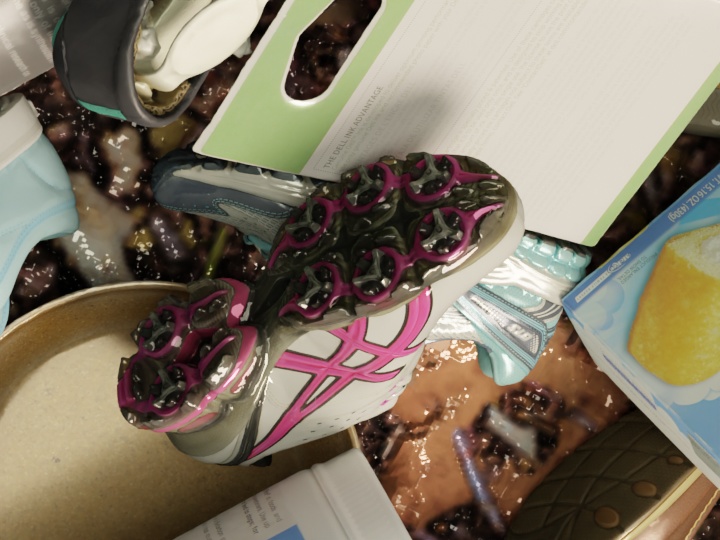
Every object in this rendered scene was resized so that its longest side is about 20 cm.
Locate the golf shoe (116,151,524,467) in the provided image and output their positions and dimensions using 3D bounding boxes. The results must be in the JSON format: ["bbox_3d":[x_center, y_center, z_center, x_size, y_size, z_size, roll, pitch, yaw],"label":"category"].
[{"bbox_3d":[-0.005,0.018,1.035,0.200,0.073,0.092,-31,137,29],"label":"golf shoe"}]

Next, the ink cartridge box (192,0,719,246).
[{"bbox_3d":[0.047,-0.089,1.015,0.200,0.048,0.146,13,132,-27],"label":"ink cartridge box"}]

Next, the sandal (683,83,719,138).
[{"bbox_3d":[0.106,-0.093,1.102,0.200,0.055,0.082,10,99,-11],"label":"sandal"}]

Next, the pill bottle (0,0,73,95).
[{"bbox_3d":[-0.126,-0.149,1.023,0.200,0.113,0.113,-30,104,-2],"label":"pill bottle"}]

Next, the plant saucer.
[{"bbox_3d":[-0.099,0.100,1.115,0.200,0.035,0.200,-2,101,-9],"label":"plant saucer"}]

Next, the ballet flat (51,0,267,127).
[{"bbox_3d":[-0.040,-0.136,0.958,0.073,0.073,0.200,37,95,-14],"label":"ballet flat"}]

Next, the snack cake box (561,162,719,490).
[{"bbox_3d":[0.204,-0.001,1.094,0.200,0.115,0.067,-40,145,-5],"label":"snack cake box"}]

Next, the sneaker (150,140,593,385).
[{"bbox_3d":[0.000,0.000,1.093,0.200,0.078,0.086,16,101,-12],"label":"sneaker"}]

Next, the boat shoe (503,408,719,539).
[{"bbox_3d":[0.104,0.142,1.144,0.200,0.072,0.068,-47,121,-1],"label":"boat shoe"}]

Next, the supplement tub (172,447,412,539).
[{"bbox_3d":[-0.058,0.176,1.051,0.200,0.132,0.132,-29,104,-3],"label":"supplement tub"}]

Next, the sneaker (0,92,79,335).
[{"bbox_3d":[-0.184,0.008,1.025,0.200,0.074,0.082,-45,110,-35],"label":"sneaker"}]
